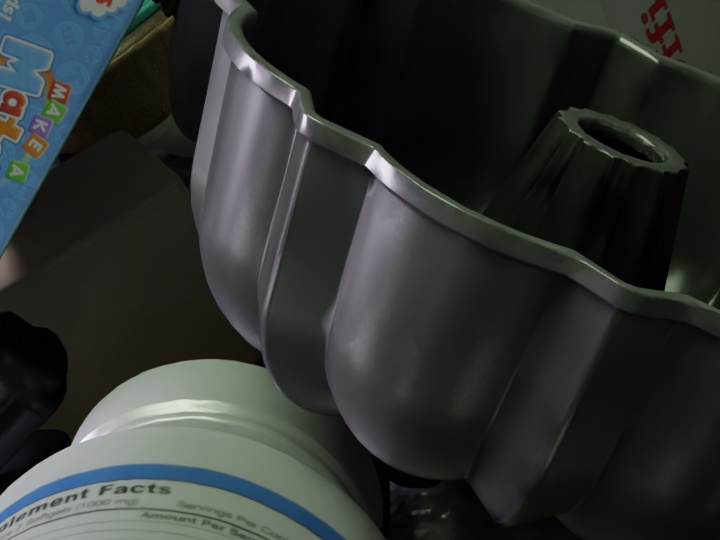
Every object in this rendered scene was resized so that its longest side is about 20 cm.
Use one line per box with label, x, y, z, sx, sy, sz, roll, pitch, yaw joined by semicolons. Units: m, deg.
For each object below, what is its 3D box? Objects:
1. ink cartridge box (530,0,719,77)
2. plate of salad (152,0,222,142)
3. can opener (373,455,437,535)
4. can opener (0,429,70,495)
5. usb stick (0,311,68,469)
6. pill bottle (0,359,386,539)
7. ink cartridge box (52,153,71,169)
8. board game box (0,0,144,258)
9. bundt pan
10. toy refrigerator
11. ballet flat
ink cartridge box;0.097;-0.148;0.787;0.084;0.145;0.200;12;48;44
plate of salad;-0.013;-0.134;0.825;0.048;0.200;0.200;32;56;13
can opener;0.000;0.000;0.711;0.063;0.078;0.200;-55;25;39
can opener;-0.106;0.109;0.633;0.078;0.063;0.200;-12;34;24
usb stick;-0.151;0.091;0.660;0.200;0.033;0.055;-47;15;7
pill bottle;-0.045;0.104;0.538;0.112;0.112;0.200;-17;23;16
ink cartridge box;-0.203;-0.020;0.874;0.199;0.047;0.198;-3;18;-12
board game box;-0.090;-0.069;0.695;0.151;0.037;0.200;-59;12;15
bundt pan;0.049;0.001;0.590;0.201;0.076;0.202;19;21;-8
toy refrigerator;-0.132;0.044;0.752;0.200;0.070;0.076;-32;23;-10
ballet flat;-0.059;-0.087;0.888;0.068;0.072;0.200;-15;31;40
